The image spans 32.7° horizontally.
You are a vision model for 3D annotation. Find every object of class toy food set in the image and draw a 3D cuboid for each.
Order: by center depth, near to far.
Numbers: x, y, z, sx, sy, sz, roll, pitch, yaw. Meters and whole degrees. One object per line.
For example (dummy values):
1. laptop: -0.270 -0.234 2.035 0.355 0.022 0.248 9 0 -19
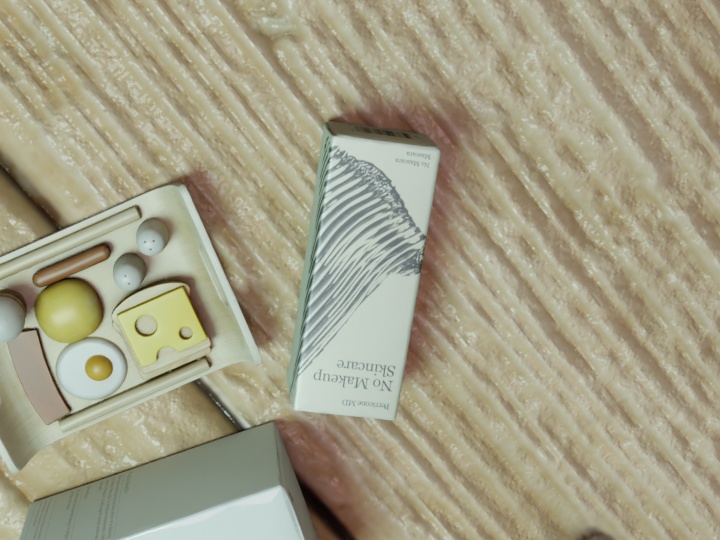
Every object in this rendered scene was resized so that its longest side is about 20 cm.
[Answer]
1. toy food set: -0.186 0.042 0.868 0.199 0.060 0.144 -23 106 0

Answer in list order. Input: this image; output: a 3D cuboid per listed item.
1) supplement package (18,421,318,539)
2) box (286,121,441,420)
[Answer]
1. supplement package: -0.134 0.211 0.892 0.199 0.117 0.118 -18 106 -1
2. box: 0.000 0.000 0.875 0.082 0.068 0.201 5 104 -8
